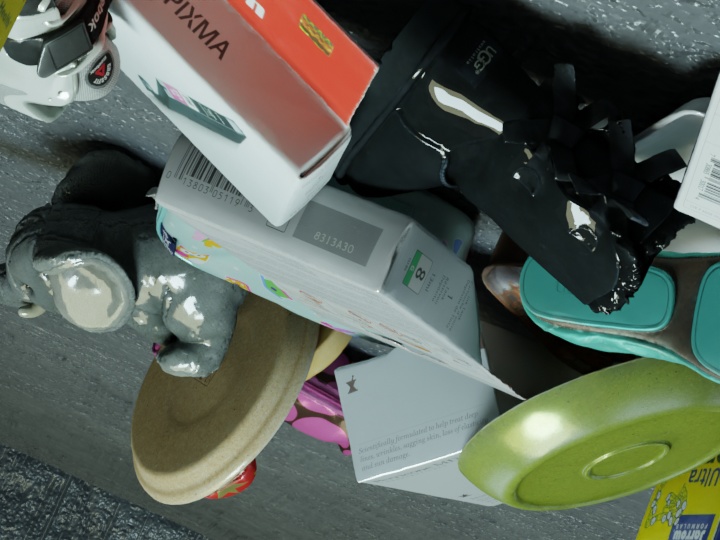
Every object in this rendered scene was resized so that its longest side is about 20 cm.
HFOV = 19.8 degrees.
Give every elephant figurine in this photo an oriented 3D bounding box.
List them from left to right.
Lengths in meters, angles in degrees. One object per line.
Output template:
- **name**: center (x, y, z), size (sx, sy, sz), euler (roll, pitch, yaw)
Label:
- **elephant figurine**: center (-0.180, -0.007, 1.428), size (0.199, 0.156, 0.142), euler (19, -172, -15)

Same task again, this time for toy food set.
- **toy food set**: center (-0.093, 0.081, 1.488), size (0.049, 0.201, 0.197), euler (36, 157, -31)

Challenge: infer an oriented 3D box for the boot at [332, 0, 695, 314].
- **boot**: center (0.070, -0.044, 1.013), size (0.162, 0.073, 0.198), euler (40, 160, 1)

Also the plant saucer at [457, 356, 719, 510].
- **plant saucer**: center (0.158, 0.104, 1.255), size (0.198, 0.031, 0.200), euler (-14, 157, -6)

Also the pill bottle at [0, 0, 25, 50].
- **pill bottle**: center (-0.163, -0.162, 0.795), size (0.114, 0.201, 0.114), euler (22, 165, 6)

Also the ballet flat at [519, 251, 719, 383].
- **ballet flat**: center (0.179, 0.021, 1.062), size (0.199, 0.068, 0.070), euler (14, -174, 33)

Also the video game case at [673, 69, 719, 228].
- **video game case**: center (0.230, -0.053, 0.832), size (0.180, 0.036, 0.200), euler (21, 154, 9)

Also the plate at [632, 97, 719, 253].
- **plate**: center (0.206, -0.023, 1.025), size (0.199, 0.033, 0.200), euler (27, 164, -12)

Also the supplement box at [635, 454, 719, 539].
- **supplement box**: center (0.308, 0.185, 1.417), size (0.199, 0.110, 0.109), euler (27, 164, -16)

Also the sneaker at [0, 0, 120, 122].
- **sneaker**: center (-0.141, -0.123, 0.945), size (0.088, 0.074, 0.200), euler (35, 160, -7)

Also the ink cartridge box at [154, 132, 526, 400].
- **ink cartridge box**: center (0.000, 0.000, 1.142), size (0.160, 0.050, 0.200), euler (22, 174, 33)

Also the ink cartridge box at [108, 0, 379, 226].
- **ink cartridge box**: center (-0.084, -0.124, 0.972), size (0.200, 0.044, 0.174), euler (46, 166, 4)

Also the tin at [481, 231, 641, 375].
- **tin**: center (0.151, 0.028, 1.263), size (0.111, 0.042, 0.200), euler (17, 164, 37)

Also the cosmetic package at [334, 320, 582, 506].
- **cosmetic package**: center (0.082, 0.098, 1.355), size (0.112, 0.082, 0.200), euler (-20, 162, 26)

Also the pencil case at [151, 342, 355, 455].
- **pencil case**: center (-0.069, 0.077, 1.653), size (0.199, 0.091, 0.094), euler (27, 164, -19)

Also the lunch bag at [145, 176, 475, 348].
- **lunch bag**: center (-0.034, -0.027, 1.275), size (0.199, 0.078, 0.160), euler (23, 165, -2)
